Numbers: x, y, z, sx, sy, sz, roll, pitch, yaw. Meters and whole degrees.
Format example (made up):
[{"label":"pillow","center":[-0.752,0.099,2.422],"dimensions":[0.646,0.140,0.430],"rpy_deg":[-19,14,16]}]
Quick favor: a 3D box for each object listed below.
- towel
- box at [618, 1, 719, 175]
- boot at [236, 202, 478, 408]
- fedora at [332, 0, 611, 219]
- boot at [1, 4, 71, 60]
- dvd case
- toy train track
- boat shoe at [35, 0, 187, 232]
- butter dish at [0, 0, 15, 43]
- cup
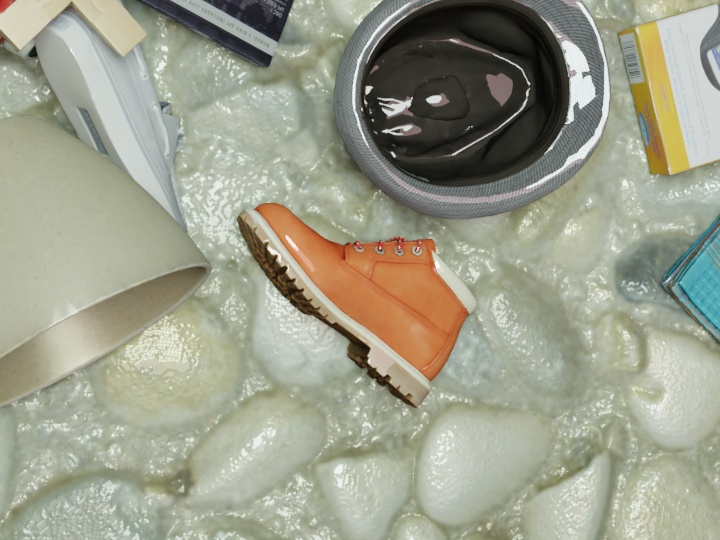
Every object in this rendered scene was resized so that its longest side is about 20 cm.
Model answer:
[{"label":"towel","center":[0.362,0.023,1.045],"dimensions":[0.200,0.022,0.147],"rpy_deg":[43,85,-13]},{"label":"box","center":[0.314,-0.161,1.011],"dimensions":[0.198,0.041,0.120],"rpy_deg":[-17,98,-13]},{"label":"boot","center":[0.000,0.000,0.941],"dimensions":[0.200,0.075,0.108],"rpy_deg":[42,82,-21]},{"label":"fedora","center":[0.076,-0.130,0.933],"dimensions":[0.198,0.090,0.179],"rpy_deg":[-19,97,-4]},{"label":"boot","center":[-0.213,-0.257,0.871],"dimensions":[0.144,0.072,0.201],"rpy_deg":[41,77,-12]},{"label":"dvd case","center":[-0.084,-0.264,0.886],"dimensions":[0.148,0.016,0.202],"rpy_deg":[21,89,-46]},{"label":"toy train track","center":[-0.159,-0.214,0.810],"dimensions":[0.200,0.032,0.115],"rpy_deg":[-48,109,-18]},{"label":"boat shoe","center":[-0.157,-0.097,0.878],"dimensions":[0.068,0.072,0.201],"rpy_deg":[-41,124,-29]},{"label":"butter dish","center":[-0.289,-0.190,0.798],"dimensions":[0.147,0.200,0.201],"rpy_deg":[27,89,-21]},{"label":"cup","center":[-0.216,-0.013,0.817],"dimensions":[0.199,0.200,0.144],"rpy_deg":[-29,84,-9]}]
